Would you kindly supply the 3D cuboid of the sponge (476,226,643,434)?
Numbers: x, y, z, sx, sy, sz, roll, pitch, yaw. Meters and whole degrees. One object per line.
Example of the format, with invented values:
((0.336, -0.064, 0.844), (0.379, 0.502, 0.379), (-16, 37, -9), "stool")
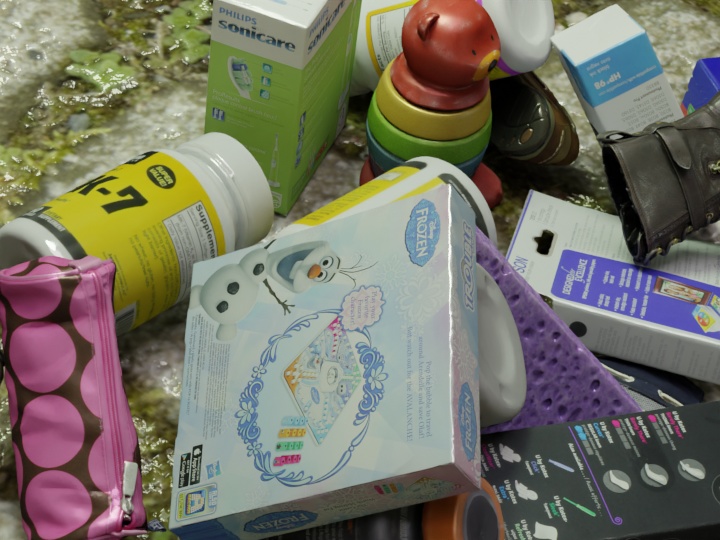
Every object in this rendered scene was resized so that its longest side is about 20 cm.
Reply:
((0.098, 0.067, 1.244), (0.200, 0.112, 0.030), (47, 11, -8), "sponge")

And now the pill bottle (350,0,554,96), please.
((0.063, -0.208, 1.528), (0.199, 0.104, 0.104), (-9, 32, 35), "pill bottle")

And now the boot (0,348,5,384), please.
((-0.316, 0.030, 1.234), (0.070, 0.147, 0.200), (-30, 56, -32), "boot")

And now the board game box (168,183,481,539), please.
((-0.021, 0.062, 1.094), (0.198, 0.043, 0.201), (-17, 52, 26), "board game box")

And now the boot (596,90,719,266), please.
((0.284, -0.053, 1.396), (0.174, 0.201, 0.069), (-31, 12, -20), "boot")

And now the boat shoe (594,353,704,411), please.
((0.167, 0.092, 1.326), (0.199, 0.075, 0.093), (28, 36, 11), "boat shoe")

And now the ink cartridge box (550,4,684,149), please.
((0.239, -0.114, 1.470), (0.067, 0.200, 0.116), (-27, 19, 5), "ink cartridge box")

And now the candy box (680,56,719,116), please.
((0.420, -0.127, 1.583), (0.199, 0.077, 0.169), (-7, 47, -19), "candy box")

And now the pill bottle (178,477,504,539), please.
((-0.010, 0.173, 1.113), (0.199, 0.106, 0.106), (-8, 35, 30), "pill bottle")

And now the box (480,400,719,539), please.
((0.165, 0.177, 1.189), (0.199, 0.123, 0.106), (-7, 46, -16), "box")

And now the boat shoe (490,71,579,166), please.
((0.136, -0.151, 1.569), (0.074, 0.076, 0.200), (24, 24, -34), "boat shoe")

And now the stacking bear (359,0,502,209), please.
((0.064, -0.140, 1.440), (0.114, 0.200, 0.121), (37, 50, 25), "stacking bear")

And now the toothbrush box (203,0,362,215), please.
((-0.064, -0.173, 1.451), (0.086, 0.200, 0.146), (20, 45, 10), "toothbrush box")

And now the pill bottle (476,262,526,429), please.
((0.002, 0.073, 1.180), (0.199, 0.114, 0.115), (-19, 39, 22), "pill bottle")

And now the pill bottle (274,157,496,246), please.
((0.000, 0.000, 1.337), (0.200, 0.115, 0.114), (-29, 56, -34), "pill bottle")

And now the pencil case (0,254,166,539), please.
((-0.191, 0.088, 1.173), (0.090, 0.094, 0.201), (-8, 87, -36), "pencil case")

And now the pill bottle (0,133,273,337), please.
((-0.170, -0.024, 1.330), (0.114, 0.115, 0.200), (38, 50, 26), "pill bottle")

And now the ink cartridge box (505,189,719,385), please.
((0.214, 0.011, 1.389), (0.199, 0.044, 0.198), (17, 26, 7), "ink cartridge box")
